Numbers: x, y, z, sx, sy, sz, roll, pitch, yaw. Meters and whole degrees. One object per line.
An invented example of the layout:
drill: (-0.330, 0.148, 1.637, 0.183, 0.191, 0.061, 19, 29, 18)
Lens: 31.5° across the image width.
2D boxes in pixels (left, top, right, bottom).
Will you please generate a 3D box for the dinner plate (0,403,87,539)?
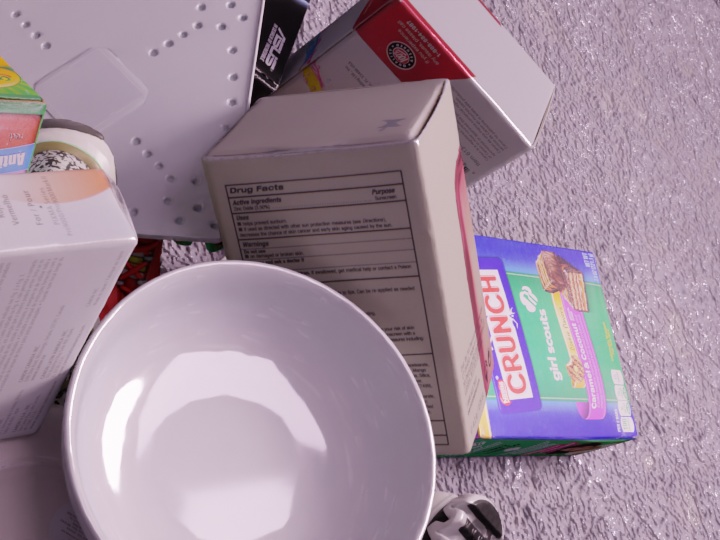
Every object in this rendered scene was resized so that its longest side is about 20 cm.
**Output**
dinner plate: (-0.170, 0.165, 0.652, 0.200, 0.024, 0.201, 13, 70, -40)

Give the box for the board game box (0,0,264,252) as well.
board game box: (-0.168, -0.105, 0.801, 0.199, 0.026, 0.201, 4, 60, 1)

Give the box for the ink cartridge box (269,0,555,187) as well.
ink cartridge box: (0.018, -0.119, 0.949, 0.146, 0.200, 0.083, 45, 42, -18)

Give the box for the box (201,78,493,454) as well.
box: (0.000, 0.000, 0.764, 0.109, 0.127, 0.201, -61, 144, -60)

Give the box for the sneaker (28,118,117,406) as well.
sneaker: (-0.181, 0.021, 0.707, 0.076, 0.201, 0.089, 6, 23, -6)

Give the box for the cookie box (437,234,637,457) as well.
cookie box: (0.123, 0.064, 1.045, 0.199, 0.075, 0.172, 6, 66, -42)

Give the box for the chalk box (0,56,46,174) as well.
chalk box: (-0.249, -0.060, 0.645, 0.124, 0.124, 0.200, -2, 33, -45)

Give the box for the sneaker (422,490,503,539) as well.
sneaker: (0.018, 0.233, 0.864, 0.200, 0.081, 0.075, -52, 131, -26)

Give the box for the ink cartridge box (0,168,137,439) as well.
ink cartridge box: (-0.216, 0.029, 0.560, 0.199, 0.162, 0.050, -4, 54, -38)

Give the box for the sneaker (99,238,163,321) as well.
sneaker: (-0.154, -0.011, 0.808, 0.077, 0.085, 0.201, 4, 66, -42)

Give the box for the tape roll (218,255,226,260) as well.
tape roll: (-0.045, 0.078, 0.869, 0.203, 0.037, 0.203, 38, 34, -32)

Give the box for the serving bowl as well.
serving bowl: (-0.063, 0.098, 0.670, 0.199, 0.066, 0.201, 12, 59, -21)

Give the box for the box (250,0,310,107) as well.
box: (-0.122, -0.230, 0.953, 0.164, 0.086, 0.201, 38, 47, -25)
